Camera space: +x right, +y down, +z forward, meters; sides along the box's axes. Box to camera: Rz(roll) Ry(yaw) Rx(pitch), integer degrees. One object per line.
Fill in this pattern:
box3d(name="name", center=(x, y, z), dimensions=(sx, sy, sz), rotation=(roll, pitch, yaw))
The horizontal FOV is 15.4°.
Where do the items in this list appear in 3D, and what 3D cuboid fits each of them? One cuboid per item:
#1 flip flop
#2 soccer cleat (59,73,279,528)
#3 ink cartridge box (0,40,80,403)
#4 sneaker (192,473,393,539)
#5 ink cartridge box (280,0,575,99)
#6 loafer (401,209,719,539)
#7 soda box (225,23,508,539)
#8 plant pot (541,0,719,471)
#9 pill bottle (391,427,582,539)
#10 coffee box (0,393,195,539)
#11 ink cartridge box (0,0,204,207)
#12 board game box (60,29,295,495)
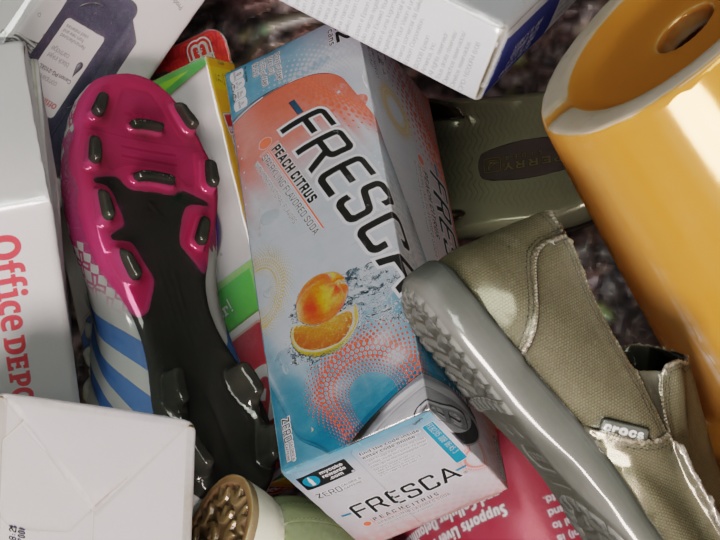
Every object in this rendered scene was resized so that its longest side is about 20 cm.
box3d(name="flip flop", center=(0.017, -0.038, 1.123), dimensions=(0.199, 0.058, 0.081), rotation=(-9, 72, 15))
box3d(name="soccer cleat", center=(-0.091, 0.019, 1.076), dimensions=(0.070, 0.086, 0.201), rotation=(2, 61, -34))
box3d(name="ink cartridge box", center=(-0.210, 0.003, 1.009), dimensions=(0.199, 0.146, 0.084), rotation=(-9, 52, -7))
box3d(name="sneaker", center=(-0.047, 0.166, 1.045), dimensions=(0.090, 0.200, 0.067), rotation=(14, 36, -24))
box3d(name="ink cartridge box", center=(-0.001, -0.159, 1.099), dimensions=(0.199, 0.196, 0.043), rotation=(28, 121, 10))
box3d(name="loafer", center=(0.099, 0.060, 0.941), dimensions=(0.070, 0.075, 0.200), rotation=(-42, 107, -8))
box3d(name="soda box", center=(0.000, 0.000, 1.019), dimensions=(0.063, 0.068, 0.201), rotation=(-25, 50, 17))
box3d(name="plant pot", center=(0.171, -0.030, 0.990), dimensions=(0.200, 0.200, 0.183), rotation=(-44, 110, -6))
box3d(name="pill bottle", center=(0.085, 0.141, 1.034), dimensions=(0.113, 0.113, 0.201), rotation=(-21, 71, 2))
box3d(name="coffee box", center=(-0.135, 0.127, 1.023), dimensions=(0.079, 0.200, 0.115), rotation=(9, 72, -23))
box3d(name="ink cartridge box", center=(-0.163, -0.110, 1.140), dimensions=(0.145, 0.084, 0.200), rotation=(26, 78, 41))
box3d(name="board game box", center=(-0.078, 0.003, 1.124), dimensions=(0.095, 0.030, 0.201), rotation=(-22, 70, 28))
